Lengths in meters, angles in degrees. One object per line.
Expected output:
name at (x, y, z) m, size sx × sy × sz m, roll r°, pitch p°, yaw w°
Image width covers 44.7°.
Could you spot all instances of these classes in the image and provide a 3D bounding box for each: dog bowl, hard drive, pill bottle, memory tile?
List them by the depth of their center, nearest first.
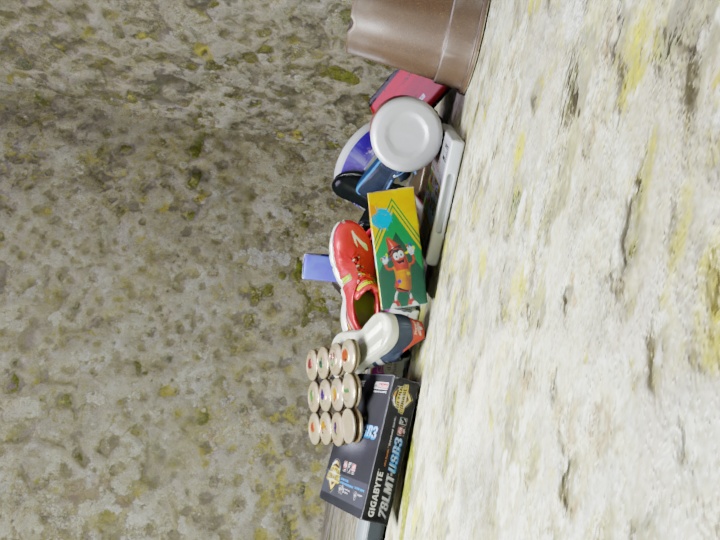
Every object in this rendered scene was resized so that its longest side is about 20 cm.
memory tile at (-0.044, 0.188, 1.332) m, size 0.200 × 0.017 × 0.156 m, roll 155°, pitch 114°, yaw -64°
hard drive at (0.026, 0.344, 1.364) m, size 0.140 × 0.032 × 0.203 m, roll 124°, pitch 157°, yaw -85°
pill bottle at (0.069, -0.223, 1.402) m, size 0.200 × 0.111 × 0.114 m, roll -90°, pitch 11°, yaw -77°
dog bowl at (0.036, -0.238, 2.000) m, size 0.199 × 0.079 × 0.201 m, roll -36°, pitch -32°, yaw -27°

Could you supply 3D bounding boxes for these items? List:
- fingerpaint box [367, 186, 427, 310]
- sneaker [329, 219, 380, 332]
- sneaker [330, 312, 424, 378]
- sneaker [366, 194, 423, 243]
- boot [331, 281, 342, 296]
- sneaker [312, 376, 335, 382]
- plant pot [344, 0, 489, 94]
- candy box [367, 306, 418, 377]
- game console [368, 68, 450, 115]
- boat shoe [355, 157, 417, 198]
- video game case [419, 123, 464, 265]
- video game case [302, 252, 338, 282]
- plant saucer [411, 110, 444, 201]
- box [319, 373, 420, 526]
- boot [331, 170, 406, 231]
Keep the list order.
fingerpaint box at (0.056, -0.039, 1.325) m, size 0.200 × 0.072 × 0.169 m, roll -71°, pitch -26°, yaw -86°
sneaker at (0.003, 0.016, 1.386) m, size 0.085 × 0.076 × 0.203 m, roll 167°, pitch 92°, yaw -73°
sneaker at (0.025, 0.118, 1.317) m, size 0.199 × 0.084 × 0.076 m, roll -31°, pitch 60°, yaw 55°
sneaker at (0.046, -0.058, 1.569) m, size 0.079 × 0.115 × 0.201 m, roll 52°, pitch 158°, yaw 19°
boot at (0.037, 0.033, 1.824) m, size 0.146 × 0.201 × 0.070 m, roll -43°, pitch 11°, yaw -24°
sneaker at (-0.017, 0.202, 1.494) m, size 0.075 × 0.114 × 0.200 m, roll -45°, pitch -30°, yaw -4°
plant pot at (0.083, -0.389, 1.339) m, size 0.200 × 0.195 × 0.203 m, roll -169°, pitch 90°, yaw -89°
candy box at (0.051, 0.110, 1.495) m, size 0.200 × 0.060 × 0.138 m, roll -100°, pitch 21°, yaw -82°
game console at (0.119, -0.334, 1.567) m, size 0.200 × 0.118 × 0.174 m, roll -46°, pitch 55°, yaw 38°
boat shoe at (0.070, -0.201, 1.640) m, size 0.200 × 0.068 × 0.085 m, roll -42°, pitch 16°, yaw 49°
video game case at (0.121, -0.121, 1.338) m, size 0.200 × 0.023 × 0.185 m, roll -90°, pitch 11°, yaw -74°
video game case at (0.000, 0.000, 1.525) m, size 0.181 × 0.197 × 0.046 m, roll -133°, pitch 49°, yaw -87°
plant saucer at (0.121, -0.194, 1.600) m, size 0.200 × 0.029 × 0.203 m, roll -169°, pitch 90°, yaw -87°
box at (0.011, 0.253, 1.284) m, size 0.200 × 0.049 × 0.201 m, roll 167°, pitch 118°, yaw -71°
boot at (0.020, -0.128, 1.854) m, size 0.163 × 0.196 × 0.074 m, roll -71°, pitch -6°, yaw -49°
